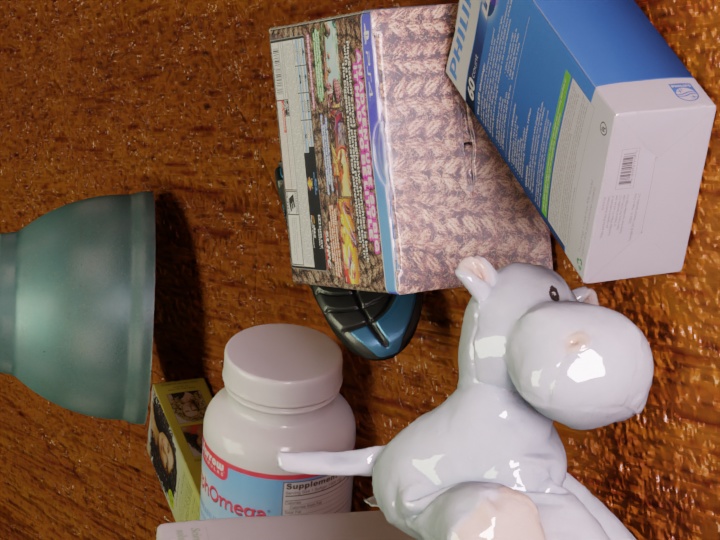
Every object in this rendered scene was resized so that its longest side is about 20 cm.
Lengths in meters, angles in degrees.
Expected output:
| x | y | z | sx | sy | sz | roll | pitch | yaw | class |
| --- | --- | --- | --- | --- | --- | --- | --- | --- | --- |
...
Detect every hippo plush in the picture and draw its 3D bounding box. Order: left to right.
| x | y | z | sx | sy | sz | roll | pitch | yaw | class |
| --- | --- | --- | --- | --- | --- | --- | --- | --- | --- |
| 0.095 | 0.085 | 1.459 | 0.200 | 0.159 | 0.162 | 25 | 90 | 52 | hippo plush |

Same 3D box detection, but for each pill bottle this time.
| x | y | z | sx | sy | sz | roll | pitch | yaw | class |
| --- | --- | --- | --- | --- | --- | --- | --- | --- | --- |
| -0.059 | 0.144 | 1.920 | 0.109 | 0.108 | 0.201 | -126 | 34 | -56 | pill bottle |

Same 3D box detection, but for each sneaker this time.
| x | y | z | sx | sy | sz | roll | pitch | yaw | class |
| --- | --- | --- | --- | --- | --- | --- | --- | --- | --- |
| 0.000 | 0.000 | 1.785 | 0.200 | 0.073 | 0.082 | -111 | 6 | -51 | sneaker |

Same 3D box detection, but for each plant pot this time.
| x | y | z | sx | sy | sz | roll | pitch | yaw | class |
| --- | --- | --- | --- | --- | --- | --- | --- | --- | --- |
| -0.247 | 0.029 | 2.335 | 0.200 | 0.133 | 0.202 | -177 | 90 | -83 | plant pot |

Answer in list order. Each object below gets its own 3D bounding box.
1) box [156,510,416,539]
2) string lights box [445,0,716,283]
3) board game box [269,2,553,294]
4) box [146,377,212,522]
| x | y | z | sx | sy | sz | roll | pitch | yaw | class |
| --- | --- | --- | --- | --- | --- | --- | --- | --- | --- |
| -0.021 | 0.269 | 1.676 | 0.199 | 0.199 | 0.172 | -112 | 22 | -64 | box |
| 0.109 | -0.095 | 1.415 | 0.200 | 0.059 | 0.103 | -118 | 29 | -48 | string lights box |
| 0.026 | -0.073 | 1.611 | 0.200 | 0.096 | 0.161 | -173 | 77 | -71 | board game box |
| -0.125 | 0.178 | 2.223 | 0.200 | 0.050 | 0.076 | -120 | 30 | -48 | box |
